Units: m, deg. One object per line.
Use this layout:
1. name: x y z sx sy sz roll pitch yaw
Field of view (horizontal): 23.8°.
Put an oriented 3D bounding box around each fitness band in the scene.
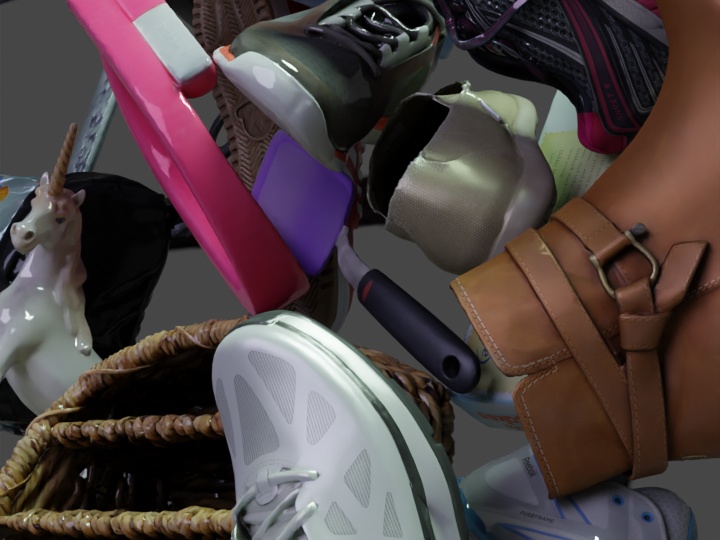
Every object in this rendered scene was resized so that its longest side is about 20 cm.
1. fitness band: -0.083 -0.061 0.794 0.037 0.144 0.200 -28 44 -9

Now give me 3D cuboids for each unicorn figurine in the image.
1. unicorn figurine: -0.160 0.049 0.863 0.074 0.201 0.137 1 38 47

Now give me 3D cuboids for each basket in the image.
1. basket: -0.075 0.089 0.741 0.199 0.148 0.144 -6 77 45

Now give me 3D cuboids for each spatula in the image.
1. spatula: 0.000 0.000 0.781 0.200 0.020 0.057 47 119 50

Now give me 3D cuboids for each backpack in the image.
1. backpack: -0.207 0.011 0.989 0.199 0.126 0.168 5 69 52

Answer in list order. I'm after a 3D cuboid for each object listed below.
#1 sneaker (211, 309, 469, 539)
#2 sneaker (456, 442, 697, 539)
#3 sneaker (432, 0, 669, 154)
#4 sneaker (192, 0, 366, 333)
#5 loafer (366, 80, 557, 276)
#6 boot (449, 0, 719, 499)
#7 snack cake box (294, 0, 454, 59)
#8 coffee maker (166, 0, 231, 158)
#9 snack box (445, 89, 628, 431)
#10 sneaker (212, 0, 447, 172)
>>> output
1. sneaker: -0.019 0.108 0.573 0.076 0.115 0.201 -43 69 39
2. sneaker: 0.097 0.125 0.623 0.086 0.075 0.200 -35 45 -3
3. sneaker: 0.051 -0.128 0.707 0.075 0.199 0.081 -55 -1 4
4. sneaker: -0.018 -0.062 0.901 0.071 0.112 0.202 -17 81 35
5. loafer: 0.039 -0.051 0.768 0.076 0.068 0.200 -62 11 11
6. boot: 0.105 -0.024 0.645 0.154 0.077 0.201 -22 83 6
7. snack cake box: -0.042 -0.187 0.864 0.068 0.199 0.115 -62 35 16
8. coffee maker: -0.101 -0.194 0.962 0.134 0.199 0.193 -5 58 50
9. snack box: 0.119 -0.025 0.735 0.116 0.037 0.201 1 64 50
10. sneaker: -0.004 -0.103 0.770 0.082 0.077 0.200 -47 -1 15
